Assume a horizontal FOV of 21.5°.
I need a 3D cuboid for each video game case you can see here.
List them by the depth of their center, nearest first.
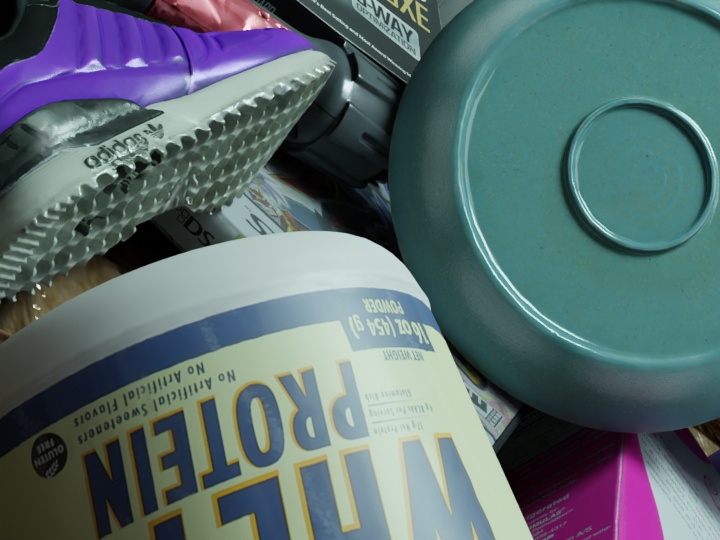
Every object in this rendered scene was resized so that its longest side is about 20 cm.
[{"bbox_3d":[0.000,0.000,0.787,0.181,0.026,0.200,44,18,5],"label":"video game case"}]

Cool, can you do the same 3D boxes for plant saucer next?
[{"bbox_3d":[0.110,-0.036,0.771,0.201,0.199,0.027,62,-16,7],"label":"plant saucer"}]

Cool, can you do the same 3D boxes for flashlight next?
[{"bbox_3d":[-0.061,-0.096,0.741,0.199,0.068,0.068,32,57,-32],"label":"flashlight"}]

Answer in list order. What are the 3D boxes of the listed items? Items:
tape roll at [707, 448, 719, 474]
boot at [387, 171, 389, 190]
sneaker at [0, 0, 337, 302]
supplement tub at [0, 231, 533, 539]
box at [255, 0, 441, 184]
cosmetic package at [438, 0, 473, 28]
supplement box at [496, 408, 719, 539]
[{"bbox_3d":[0.195,0.146,0.869,0.066,0.199,0.200,55,20,-14],"label":"tape roll"},{"bbox_3d":[0.100,-0.049,0.861,0.199,0.070,0.132,29,51,-27],"label":"boot"},{"bbox_3d":[-0.086,-0.067,0.644,0.100,0.070,0.200,45,31,9],"label":"sneaker"},{"bbox_3d":[-0.016,0.108,0.484,0.145,0.144,0.201,18,45,-62],"label":"supplement tub"},{"bbox_3d":[-0.048,-0.149,0.867,0.199,0.050,0.158,35,28,-25],"label":"box"},{"bbox_3d":[0.089,-0.124,1.086,0.113,0.081,0.200,42,2,-41],"label":"cosmetic package"},{"bbox_3d":[0.097,0.132,0.797,0.101,0.103,0.200,54,21,-12],"label":"supplement box"}]
